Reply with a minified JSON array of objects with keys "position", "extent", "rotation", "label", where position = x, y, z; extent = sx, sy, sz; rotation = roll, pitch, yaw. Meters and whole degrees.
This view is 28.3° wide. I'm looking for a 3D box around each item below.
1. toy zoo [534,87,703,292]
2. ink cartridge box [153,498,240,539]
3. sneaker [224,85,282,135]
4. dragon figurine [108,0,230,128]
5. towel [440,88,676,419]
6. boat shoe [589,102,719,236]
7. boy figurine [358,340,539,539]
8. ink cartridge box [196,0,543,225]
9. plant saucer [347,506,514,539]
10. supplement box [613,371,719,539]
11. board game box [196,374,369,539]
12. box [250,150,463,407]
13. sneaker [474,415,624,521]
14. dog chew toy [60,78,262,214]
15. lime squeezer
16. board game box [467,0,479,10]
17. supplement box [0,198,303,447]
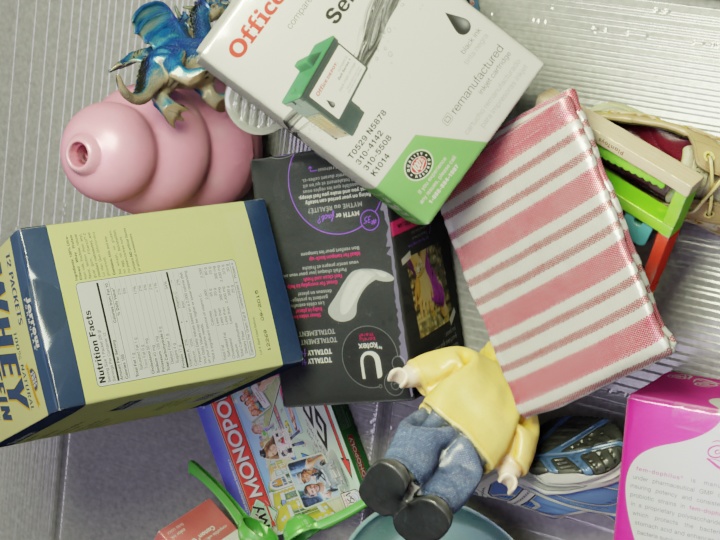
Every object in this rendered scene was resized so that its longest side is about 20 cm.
[{"position":[0.162,-0.021,1.058],"extent":[0.131,0.020,0.200],"rotation":[34,135,22],"label":"toy zoo"},{"position":[-0.107,0.314,1.241],"extent":[0.200,0.067,0.117],"rotation":[45,134,16],"label":"ink cartridge box"},{"position":[-0.015,-0.175,1.089],"extent":[0.200,0.079,0.079],"rotation":[-28,102,4],"label":"sneaker"},{"position":[-0.153,-0.167,1.102],"extent":[0.099,0.200,0.059],"rotation":[42,124,15],"label":"dragon figurine"},{"position":[0.135,-0.009,1.009],"extent":[0.146,0.030,0.200],"rotation":[-31,74,46],"label":"towel"},{"position":[0.238,-0.065,1.025],"extent":[0.200,0.066,0.074],"rotation":[22,107,24],"label":"boat shoe"},{"position":[0.077,0.106,1.054],"extent":[0.124,0.200,0.064],"rotation":[38,138,4],"label":"boy figurine"},{"position":[0.003,-0.149,1.009],"extent":[0.200,0.084,0.146],"rotation":[35,91,-10],"label":"ink cartridge box"},{"position":[0.072,0.282,1.177],"extent":[0.200,0.036,0.201],"rotation":[4,99,28],"label":"plant saucer"},{"position":[0.246,0.185,1.034],"extent":[0.101,0.103,0.201],"rotation":[10,102,28],"label":"supplement box"},{"position":[-0.076,0.125,1.239],"extent":[0.134,0.029,0.200],"rotation":[-23,86,28],"label":"board game box"},{"position":[0.000,0.000,1.138],"extent":[0.122,0.106,0.201],"rotation":[-6,93,29],"label":"box"},{"position":[0.123,0.158,1.110],"extent":[0.200,0.076,0.077],"rotation":[3,133,43],"label":"sneaker"},{"position":[-0.167,-0.098,1.161],"extent":[0.124,0.200,0.125],"rotation":[4,99,28],"label":"dog chew toy"},{"position":[-0.063,0.207,1.214],"extent":[0.200,0.038,0.071],"rotation":[1,66,29],"label":"lime squeezer"},{"position":[-0.007,-0.220,1.147],"extent":[0.200,0.047,0.151],"rotation":[-7,93,29],"label":"board game box"},{"position":[-0.187,0.044,1.121],"extent":[0.200,0.199,0.135],"rotation":[-28,74,57],"label":"supplement box"}]
